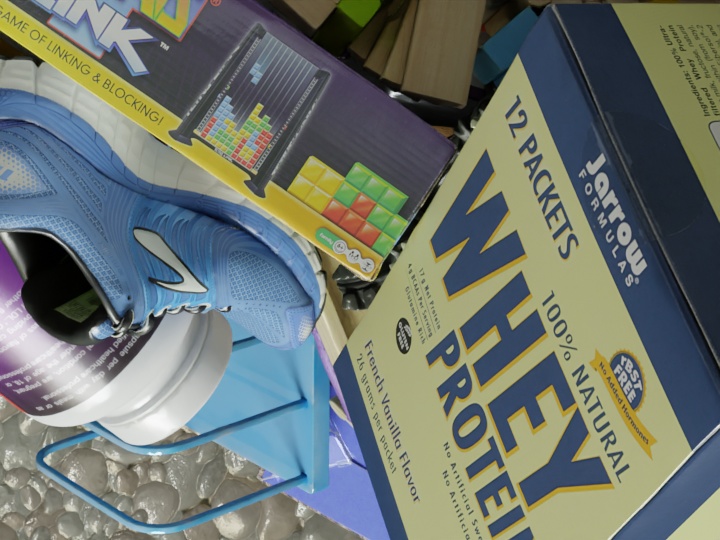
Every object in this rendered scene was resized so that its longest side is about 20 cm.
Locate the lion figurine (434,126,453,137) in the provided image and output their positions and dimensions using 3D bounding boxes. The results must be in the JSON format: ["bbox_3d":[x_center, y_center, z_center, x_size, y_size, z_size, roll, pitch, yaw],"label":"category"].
[{"bbox_3d":[0.074,-0.048,0.802,0.199,0.073,0.123,15,157,35],"label":"lion figurine"}]

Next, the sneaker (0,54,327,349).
[{"bbox_3d":[-0.095,-0.006,0.689,0.078,0.090,0.200,5,161,46],"label":"sneaker"}]

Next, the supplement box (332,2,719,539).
[{"bbox_3d":[0.127,0.028,0.555,0.199,0.135,0.200,-4,147,-26],"label":"supplement box"}]

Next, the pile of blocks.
[{"bbox_3d":[0.043,-0.087,0.593,0.199,0.083,0.062,16,170,-10],"label":"pile of blocks"}]

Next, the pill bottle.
[{"bbox_3d":[-0.150,-0.006,0.763,0.112,0.113,0.200,3,147,50],"label":"pill bottle"}]

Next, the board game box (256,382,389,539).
[{"bbox_3d":[0.056,0.079,1.050,0.159,0.097,0.200,28,-144,6],"label":"board game box"}]

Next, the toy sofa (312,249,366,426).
[{"bbox_3d":[0.000,0.000,0.864,0.098,0.083,0.200,42,162,39],"label":"toy sofa"}]

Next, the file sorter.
[{"bbox_3d":[-0.105,0.023,0.931,0.122,0.201,0.138,-16,-154,-39],"label":"file sorter"}]

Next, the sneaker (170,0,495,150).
[{"bbox_3d":[-0.037,-0.076,0.725,0.199,0.088,0.074,18,-173,-3],"label":"sneaker"}]

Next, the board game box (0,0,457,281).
[{"bbox_3d":[-0.073,-0.084,0.595,0.199,0.057,0.165,34,-178,-12],"label":"board game box"}]

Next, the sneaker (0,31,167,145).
[{"bbox_3d":[-0.128,-0.102,0.795,0.090,0.075,0.200,14,173,37],"label":"sneaker"}]

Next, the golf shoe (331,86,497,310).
[{"bbox_3d":[0.071,-0.038,0.690,0.199,0.078,0.088,-12,-177,43],"label":"golf shoe"}]
